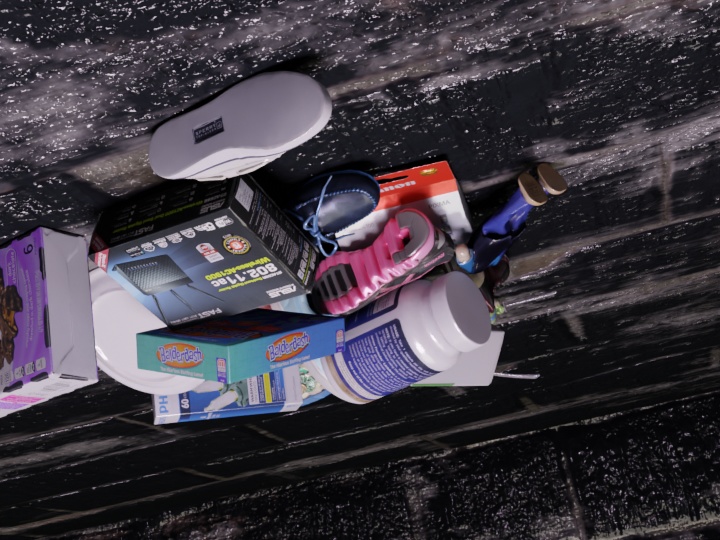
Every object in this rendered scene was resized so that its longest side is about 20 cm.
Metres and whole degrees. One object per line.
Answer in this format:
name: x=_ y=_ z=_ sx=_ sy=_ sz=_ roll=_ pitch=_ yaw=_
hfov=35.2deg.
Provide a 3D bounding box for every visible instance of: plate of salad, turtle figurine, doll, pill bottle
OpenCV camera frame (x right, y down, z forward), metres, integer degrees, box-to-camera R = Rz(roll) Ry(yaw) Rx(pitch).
plate of salad: x=-0.271 y=0.072 z=1.431 sx=0.198 sy=0.048 sz=0.202 roll=8 pitch=124 yaw=12
turtle figurine: x=0.187 y=0.115 z=1.798 sx=0.198 sy=0.146 sz=0.193 roll=6 pitch=160 yaw=-32
doll: x=0.163 y=-0.042 z=1.361 sx=0.136 sy=0.049 sz=0.200 roll=-28 pitch=161 yaw=-40
pill bottle: x=0.055 y=0.080 z=1.391 sx=0.199 sy=0.117 sz=0.115 roll=-26 pitch=156 yaw=34

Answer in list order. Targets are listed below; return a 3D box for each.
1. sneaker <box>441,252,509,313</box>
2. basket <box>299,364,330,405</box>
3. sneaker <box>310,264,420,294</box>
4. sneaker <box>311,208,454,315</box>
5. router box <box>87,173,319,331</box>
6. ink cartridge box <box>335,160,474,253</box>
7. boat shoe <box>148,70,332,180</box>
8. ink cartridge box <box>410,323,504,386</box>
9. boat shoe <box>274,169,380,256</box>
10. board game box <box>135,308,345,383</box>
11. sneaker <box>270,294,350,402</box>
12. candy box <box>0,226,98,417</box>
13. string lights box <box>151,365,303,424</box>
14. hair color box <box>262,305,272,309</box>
sneaker: x=0.160 y=0.026 z=1.546 sx=0.075 sy=0.117 sz=0.199 roll=-23 pitch=158 yaw=23
basket: x=-0.087 y=0.140 z=1.721 sx=0.175 sy=0.141 sz=0.199 roll=-22 pitch=149 yaw=29
sneaker: x=0.000 y=0.000 z=1.499 sx=0.082 sy=0.072 sz=0.199 roll=30 pitch=-154 yaw=37
sneaker: x=0.029 y=0.001 z=1.350 sx=0.199 sy=0.080 sz=0.095 roll=-29 pitch=155 yaw=33
router box: x=-0.166 y=-0.018 z=1.205 sx=0.198 sy=0.063 sz=0.150 roll=-16 pitch=137 yaw=29
ink cartridge box: x=0.045 y=-0.061 z=1.336 sx=0.158 sy=0.048 sz=0.200 roll=-13 pitch=164 yaw=9
boat shoe: x=-0.101 y=-0.123 z=1.034 sx=0.198 sy=0.073 sz=0.065 roll=-20 pitch=164 yaw=30
ink cartridge box: x=0.077 y=0.083 z=1.569 sx=0.144 sy=0.085 sz=0.200 roll=4 pitch=-163 yaw=-36
boat shoe: x=-0.061 y=-0.044 z=1.253 sx=0.199 sy=0.069 sz=0.084 roll=-25 pitch=126 yaw=33
board game box: x=-0.137 y=0.084 z=1.320 sx=0.151 sy=0.046 sz=0.199 roll=4 pitch=-170 yaw=37
sneaker: x=-0.041 y=0.088 z=1.531 sx=0.082 sy=0.201 sz=0.074 roll=-33 pitch=-171 yaw=42
candy box: x=-0.395 y=0.067 z=1.281 sx=0.198 sy=0.170 sz=0.071 roll=-21 pitch=159 yaw=30
string lights box: x=-0.184 y=0.145 z=1.540 sx=0.197 sy=0.104 sz=0.059 roll=-4 pitch=165 yaw=-15
hair color box: x=-0.182 y=0.057 z=1.544 sx=0.110 sy=0.065 sz=0.200 roll=-14 pitch=161 yaw=16
